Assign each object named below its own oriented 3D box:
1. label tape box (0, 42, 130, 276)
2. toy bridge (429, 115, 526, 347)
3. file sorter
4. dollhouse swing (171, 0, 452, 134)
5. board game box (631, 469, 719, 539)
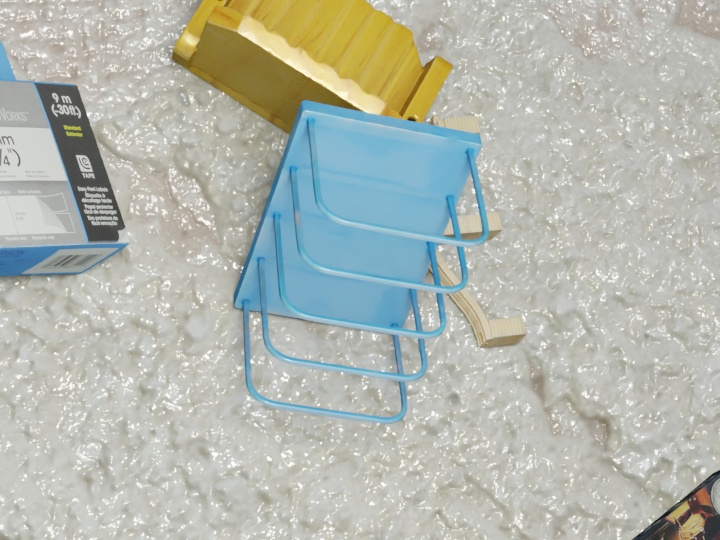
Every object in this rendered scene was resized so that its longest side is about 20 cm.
[{"bbox_3d":[-0.268,-0.098,1.377,0.144,0.063,0.201,-4,70,-55],"label":"label tape box"},{"bbox_3d":[0.082,-0.035,1.528,0.067,0.027,0.201,-6,73,-19],"label":"toy bridge"},{"bbox_3d":[0.000,0.000,1.373,0.138,0.201,0.123,9,41,-16],"label":"file sorter"},{"bbox_3d":[-0.024,-0.186,1.465,0.199,0.176,0.182,32,64,-4],"label":"dollhouse swing"},{"bbox_3d":[0.261,0.266,1.476,0.200,0.035,0.136,-34,84,-26],"label":"board game box"}]
